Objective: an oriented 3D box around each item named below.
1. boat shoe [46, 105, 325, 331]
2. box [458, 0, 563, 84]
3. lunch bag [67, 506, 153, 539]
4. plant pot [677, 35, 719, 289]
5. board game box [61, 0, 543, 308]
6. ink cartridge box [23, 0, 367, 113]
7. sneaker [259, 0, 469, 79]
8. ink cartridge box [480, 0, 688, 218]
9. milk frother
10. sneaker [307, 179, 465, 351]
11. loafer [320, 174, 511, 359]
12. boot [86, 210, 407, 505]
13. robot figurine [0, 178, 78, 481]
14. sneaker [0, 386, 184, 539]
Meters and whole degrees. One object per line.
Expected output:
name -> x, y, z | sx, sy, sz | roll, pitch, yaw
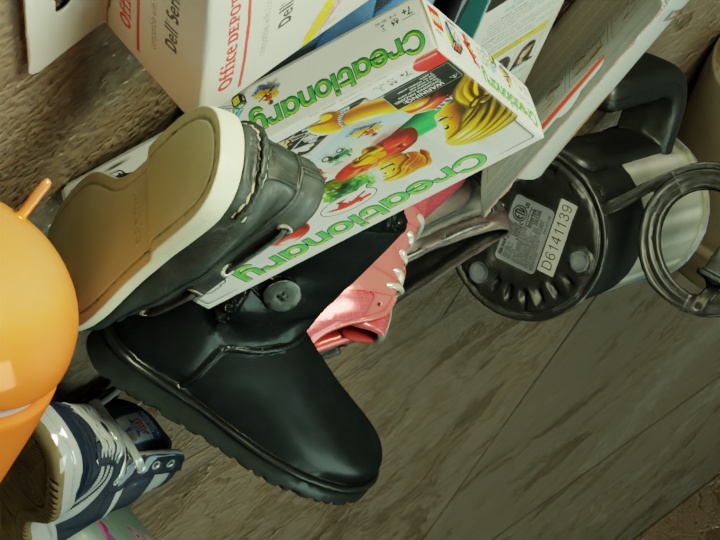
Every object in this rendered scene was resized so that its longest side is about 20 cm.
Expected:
boat shoe -> -0.080, -0.016, 1.033 | 0.066, 0.075, 0.199 | 12, 152, -28
box -> 0.059, -0.128, 1.280 | 0.082, 0.049, 0.200 | -35, 163, -30
lunch bag -> -0.193, 0.255, 1.454 | 0.200, 0.170, 0.122 | -44, 161, 10
plant pot -> 0.322, -0.100, 1.794 | 0.200, 0.200, 0.174 | -36, 147, -23
board game box -> -0.026, -0.052, 1.132 | 0.200, 0.035, 0.126 | -27, 154, 18
ink cartridge box -> -0.041, -0.139, 0.971 | 0.200, 0.067, 0.117 | -37, 165, -19
sneaker -> -0.005, -0.105, 1.135 | 0.200, 0.078, 0.066 | -45, 166, 13
ink cartridge box -> 0.139, -0.114, 1.367 | 0.162, 0.050, 0.200 | -50, -167, 22
milk frother -> 0.197, -0.031, 1.603 | 0.181, 0.200, 0.188 | -55, 161, 26
sneaker -> 0.000, 0.000, 1.406 | 0.200, 0.087, 0.074 | -38, 165, -18
loafer -> 0.008, 0.009, 1.493 | 0.200, 0.063, 0.072 | -42, 164, -4
boot -> -0.026, 0.027, 1.285 | 0.168, 0.200, 0.076 | -47, -151, 22
robot figurine -> -0.191, 0.044, 1.002 | 0.144, 0.117, 0.200 | 10, 131, -32
sneaker -> -0.151, 0.096, 1.316 | 0.108, 0.070, 0.200 | -31, 168, -22
